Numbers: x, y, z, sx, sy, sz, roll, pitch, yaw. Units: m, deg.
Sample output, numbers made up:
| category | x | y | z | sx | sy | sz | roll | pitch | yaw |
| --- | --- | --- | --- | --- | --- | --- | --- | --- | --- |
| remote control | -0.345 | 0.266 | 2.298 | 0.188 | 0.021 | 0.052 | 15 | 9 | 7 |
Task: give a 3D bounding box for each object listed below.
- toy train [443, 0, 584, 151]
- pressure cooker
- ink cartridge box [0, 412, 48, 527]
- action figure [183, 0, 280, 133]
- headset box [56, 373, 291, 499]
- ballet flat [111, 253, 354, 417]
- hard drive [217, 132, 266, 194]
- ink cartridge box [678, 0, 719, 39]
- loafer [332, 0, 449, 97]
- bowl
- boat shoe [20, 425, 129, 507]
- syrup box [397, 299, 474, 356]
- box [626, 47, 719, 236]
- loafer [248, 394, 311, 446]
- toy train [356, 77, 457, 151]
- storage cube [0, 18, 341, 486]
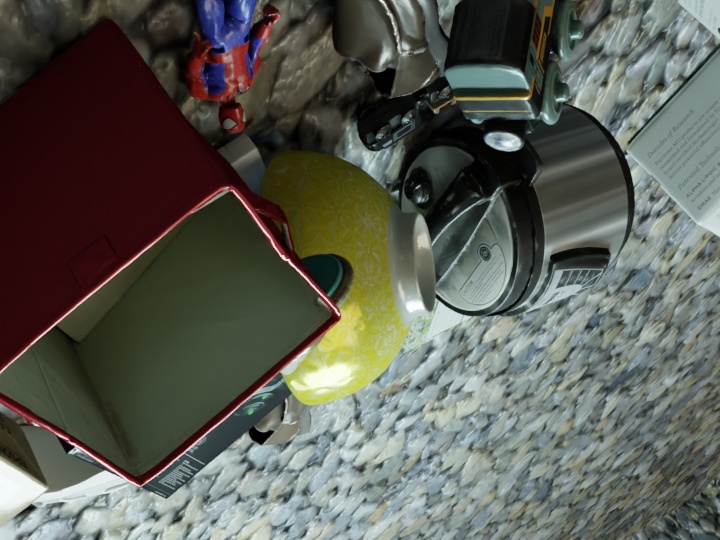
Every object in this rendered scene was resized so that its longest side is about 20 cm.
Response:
| category | x | y | z | sx | sy | sz | roll | pitch | yaw |
| --- | --- | --- | --- | --- | --- | --- | --- | --- | --- |
| toy train | 0.114 | -0.192 | 0.834 | 0.114 | 0.084 | 0.203 | 46 | 53 | -60 |
| pressure cooker | 0.127 | -0.052 | 1.052 | 0.198 | 0.177 | 0.179 | -18 | 112 | -35 |
| ink cartridge box | -0.349 | 0.149 | 0.831 | 0.164 | 0.075 | 0.200 | -39 | 145 | -3 |
| action figure | -0.087 | -0.162 | 0.752 | 0.065 | 0.052 | 0.201 | -31 | 154 | -23 |
| headset box | -0.137 | 0.070 | 0.927 | 0.199 | 0.093 | 0.174 | -40 | 153 | 0 |
| ballet flat | -0.081 | 0.059 | 0.806 | 0.198 | 0.071 | 0.071 | -32 | 154 | 6 |
| hard drive | -0.154 | -0.012 | 0.914 | 0.199 | 0.027 | 0.132 | -36 | 153 | -9 |
| ink cartridge box | 0.389 | -0.251 | 1.045 | 0.084 | 0.201 | 0.145 | -35 | 153 | -7 |
| loafer | 0.014 | -0.174 | 0.811 | 0.071 | 0.073 | 0.200 | -40 | 153 | 2 |
| bowl | 0.000 | 0.000 | 0.909 | 0.106 | 0.204 | 0.200 | -7 | 158 | 15 |
| boat shoe | -0.267 | 0.177 | 1.021 | 0.069 | 0.072 | 0.199 | -50 | 159 | 26 |
| syrup box | 0.028 | 0.033 | 1.151 | 0.198 | 0.082 | 0.079 | -23 | 147 | -29 |
| box | 0.448 | -0.151 | 1.348 | 0.200 | 0.131 | 0.198 | -47 | 152 | 17 |
| loafer | -0.090 | 0.130 | 1.157 | 0.070 | 0.073 | 0.201 | -31 | 152 | -17 |
| toy train | 0.082 | -0.160 | 0.980 | 0.198 | 0.034 | 0.046 | -33 | 156 | -12 |
| storage cube | -0.151 | -0.009 | 0.728 | 0.199 | 0.180 | 0.171 | -38 | 144 | 0 |
